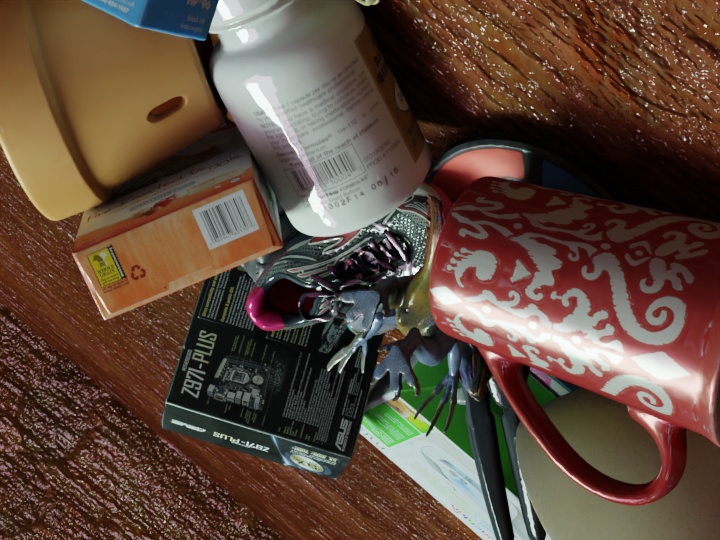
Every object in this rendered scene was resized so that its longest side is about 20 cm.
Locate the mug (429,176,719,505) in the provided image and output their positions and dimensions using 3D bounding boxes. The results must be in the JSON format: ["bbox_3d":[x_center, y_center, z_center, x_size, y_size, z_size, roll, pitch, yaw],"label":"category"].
[{"bbox_3d":[0.144,0.034,0.937,0.199,0.178,0.134,18,160,28],"label":"mug"}]

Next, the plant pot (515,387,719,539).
[{"bbox_3d":[0.231,0.156,1.131,0.200,0.134,0.201,42,-156,-24],"label":"plant pot"}]

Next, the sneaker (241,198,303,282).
[{"bbox_3d":[-0.118,-0.032,1.236,0.075,0.199,0.114,-37,-73,-82],"label":"sneaker"}]

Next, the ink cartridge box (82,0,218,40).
[{"bbox_3d":[-0.119,-0.254,0.904,0.116,0.201,0.068,28,-165,30],"label":"ink cartridge box"}]

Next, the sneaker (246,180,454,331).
[{"bbox_3d":[0.000,0.000,1.107,0.199,0.075,0.081,-26,100,41],"label":"sneaker"}]

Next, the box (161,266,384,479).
[{"bbox_3d":[-0.065,0.056,1.300,0.163,0.201,0.086,16,159,-4],"label":"box"}]

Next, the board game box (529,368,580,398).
[{"bbox_3d":[0.176,0.118,1.338,0.153,0.040,0.200,38,162,5],"label":"board game box"}]

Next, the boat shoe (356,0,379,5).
[{"bbox_3d":[-0.052,-0.229,0.938,0.200,0.063,0.073,33,161,20],"label":"boat shoe"}]

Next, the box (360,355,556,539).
[{"bbox_3d":[0.105,0.146,1.327,0.200,0.097,0.176,41,160,-5],"label":"box"}]

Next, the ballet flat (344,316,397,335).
[{"bbox_3d":[-0.007,-0.039,1.189,0.072,0.072,0.201,11,132,55],"label":"ballet flat"}]

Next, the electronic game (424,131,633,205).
[{"bbox_3d":[0.126,-0.010,1.065,0.199,0.042,0.201,27,141,24],"label":"electronic game"}]

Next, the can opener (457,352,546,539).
[{"bbox_3d":[0.109,0.125,1.204,0.063,0.079,0.201,-3,101,24],"label":"can opener"}]

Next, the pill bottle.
[{"bbox_3d":[-0.040,-0.134,1.043,0.114,0.114,0.201,14,139,53],"label":"pill bottle"}]

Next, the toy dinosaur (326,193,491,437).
[{"bbox_3d":[0.061,0.044,1.068,0.105,0.200,0.181,50,-152,17],"label":"toy dinosaur"}]

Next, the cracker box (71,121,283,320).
[{"bbox_3d":[-0.131,-0.044,1.099,0.200,0.133,0.058,-109,-4,-72],"label":"cracker box"}]

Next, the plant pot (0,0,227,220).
[{"bbox_3d":[-0.179,-0.151,1.065,0.200,0.139,0.201,-16,-90,-88],"label":"plant pot"}]
